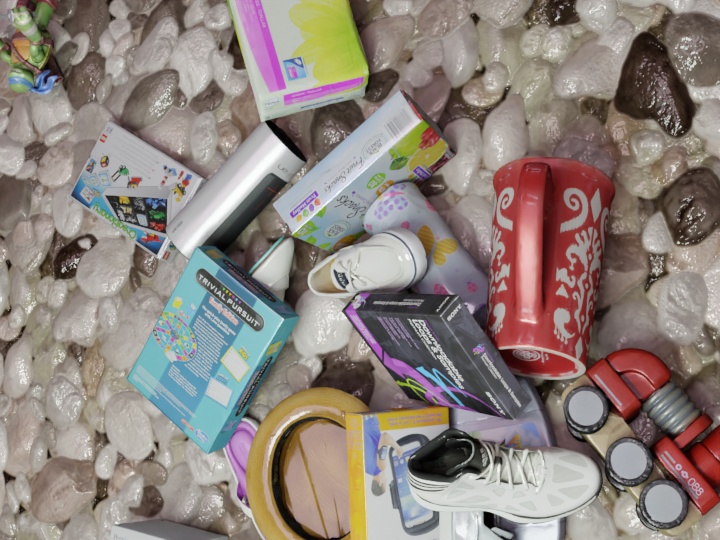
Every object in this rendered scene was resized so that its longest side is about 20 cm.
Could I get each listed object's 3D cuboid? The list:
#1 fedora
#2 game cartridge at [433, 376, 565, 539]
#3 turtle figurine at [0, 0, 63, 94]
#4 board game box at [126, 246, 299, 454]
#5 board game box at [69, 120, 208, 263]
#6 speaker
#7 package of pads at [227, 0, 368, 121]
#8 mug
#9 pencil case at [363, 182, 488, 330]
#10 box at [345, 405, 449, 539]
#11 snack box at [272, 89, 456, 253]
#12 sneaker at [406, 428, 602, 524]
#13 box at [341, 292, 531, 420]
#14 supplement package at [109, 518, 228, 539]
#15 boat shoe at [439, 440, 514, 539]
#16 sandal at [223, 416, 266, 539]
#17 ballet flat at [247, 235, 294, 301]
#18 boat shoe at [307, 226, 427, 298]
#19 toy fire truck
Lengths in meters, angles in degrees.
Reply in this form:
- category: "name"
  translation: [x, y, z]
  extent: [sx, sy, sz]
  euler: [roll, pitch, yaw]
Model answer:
- category: "fedora"
  translation: [-0.038, 0.241, 1.058]
  extent: [0.196, 0.082, 0.206]
  euler: [-3, 79, 16]
- category: "game cartridge"
  translation: [0.158, 0.225, 1.004]
  extent: [0.131, 0.040, 0.205]
  euler: [-13, 76, 18]
- category: "turtle figurine"
  translation: [-0.524, -0.380, 1.346]
  extent: [0.196, 0.144, 0.198]
  euler: [19, 64, -16]
- category: "board game box"
  translation: [-0.185, 0.097, 1.119]
  extent: [0.150, 0.047, 0.202]
  euler: [36, 105, 19]
- category: "board game box"
  translation: [-0.313, -0.114, 1.277]
  extent: [0.198, 0.035, 0.128]
  euler: [31, 93, 26]
- category: "speaker"
  translation: [-0.162, -0.101, 1.182]
  extent: [0.200, 0.081, 0.082]
  euler: [-45, 66, 10]
- category: "package of pads"
  translation: [-0.080, -0.305, 1.159]
  extent: [0.151, 0.068, 0.204]
  euler: [-15, 72, -9]
- category: "mug"
  translation: [0.178, -0.006, 0.939]
  extent: [0.132, 0.176, 0.204]
  euler: [-11, 61, 46]
- category: "pencil case"
  translation: [0.086, -0.009, 1.052]
  extent: [0.082, 0.091, 0.201]
  euler: [-33, 68, -11]
- category: "box"
  translation: [0.045, 0.253, 0.981]
  extent: [0.041, 0.117, 0.205]
  euler: [-13, 79, 57]
- category: "snack box"
  translation: [0.009, -0.110, 1.072]
  extent: [0.199, 0.142, 0.053]
  euler: [-39, 69, 12]
- category: "sneaker"
  translation: [0.139, 0.201, 0.881]
  extent: [0.196, 0.116, 0.077]
  euler: [-4, 66, 10]
- category: "box"
  translation: [0.075, 0.087, 0.962]
  extent: [0.036, 0.144, 0.199]
  euler: [-46, 20, -24]
- category: "supplement package"
  translation: [-0.250, 0.422, 1.110]
  extent: [0.111, 0.109, 0.205]
  euler: [5, 83, 24]
- category: "boat shoe"
  translation: [0.126, 0.279, 0.951]
  extent: [0.070, 0.070, 0.206]
  euler: [-10, 74, 26]
- category: "sandal"
  translation: [-0.119, 0.274, 1.111]
  extent: [0.082, 0.050, 0.204]
  euler: [-44, 67, 11]
- category: "ballet flat"
  translation: [-0.139, 0.044, 1.161]
  extent: [0.200, 0.069, 0.070]
  euler: [-45, 66, 15]
- category: "boat shoe"
  translation: [0.000, 0.000, 1.041]
  extent: [0.199, 0.069, 0.072]
  euler: [-8, 105, 58]
- category: "toy fire truck"
  translation: [0.323, 0.139, 0.907]
  extent: [0.199, 0.129, 0.177]
  euler: [-39, 67, 0]
